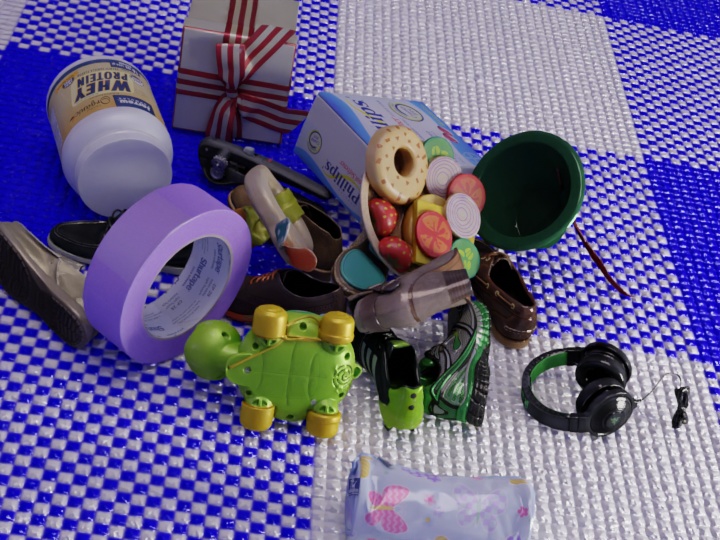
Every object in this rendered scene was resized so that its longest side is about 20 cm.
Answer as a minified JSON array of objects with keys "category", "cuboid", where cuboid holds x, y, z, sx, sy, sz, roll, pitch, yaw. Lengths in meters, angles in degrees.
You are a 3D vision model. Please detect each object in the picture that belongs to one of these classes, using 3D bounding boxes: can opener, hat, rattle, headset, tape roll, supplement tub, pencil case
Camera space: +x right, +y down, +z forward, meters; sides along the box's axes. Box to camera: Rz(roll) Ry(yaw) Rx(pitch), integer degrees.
[{"category":"can opener","cuboid":[-0.131,-0.131,1.936,0.200,0.064,0.079,22,36,12]},{"category":"hat","cuboid":[0.253,-0.063,1.928,0.165,0.176,0.201,-17,60,21]},{"category":"rattle","cuboid":[-0.129,-0.033,1.714,0.142,0.130,0.200,-17,37,1]},{"category":"headset","cuboid":[0.293,0.152,1.706,0.199,0.094,0.124,0,39,7]},{"category":"tape roll","cuboid":[-0.216,0.004,1.607,0.066,0.201,0.200,35,41,27]},{"category":"supplement tub","cuboid":[-0.326,-0.175,1.862,0.144,0.145,0.200,-3,39,-22]},{"category":"pencil case","cuboid":[0.080,0.246,1.475,0.199,0.083,0.091,10,58,-6]}]

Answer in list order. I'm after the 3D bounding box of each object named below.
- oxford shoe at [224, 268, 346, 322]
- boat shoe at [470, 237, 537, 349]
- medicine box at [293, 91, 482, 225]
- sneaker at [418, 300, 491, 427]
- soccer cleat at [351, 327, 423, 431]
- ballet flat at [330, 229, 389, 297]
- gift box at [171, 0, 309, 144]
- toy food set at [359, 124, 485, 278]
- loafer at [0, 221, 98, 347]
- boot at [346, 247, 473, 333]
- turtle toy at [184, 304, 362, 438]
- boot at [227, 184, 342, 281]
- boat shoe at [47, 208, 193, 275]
[{"category":"oxford shoe","cuboid":[-0.107,0.022,1.717,0.199,0.073,0.071,12,37,16]},{"category":"boat shoe","cuboid":[0.179,0.013,1.839,0.070,0.070,0.200,-5,38,-21]},{"category":"medicine box","cuboid":[0.044,-0.151,1.957,0.200,0.103,0.182,0,36,-41]},{"category":"sneaker","cuboid":[0.111,0.100,1.691,0.085,0.078,0.200,9,34,1]},{"category":"soccer cleat","cuboid":[0.035,0.102,1.657,0.067,0.081,0.200,0,35,-19]},{"category":"ballet flat","cuboid":[0.000,0.000,1.795,0.071,0.065,0.200,48,28,-1]},{"category":"gift box","cuboid":[-0.164,-0.298,2.051,0.199,0.185,0.187,5,34,-1]},{"category":"toy food set","cuboid":[0.081,-0.080,1.811,0.198,0.049,0.201,13,71,-37]},{"category":"loafer","cuboid":[-0.361,0.012,1.664,0.068,0.076,0.200,-24,59,-42]},{"category":"boot","cuboid":[0.057,0.027,1.692,0.146,0.070,0.200,-16,3,3]},{"category":"turtle toy","cuboid":[-0.096,0.100,1.587,0.199,0.146,0.101,7,14,-10]},{"category":"boot","cuboid":[-0.094,-0.070,1.858,0.200,0.076,0.074,35,43,29]},{"category":"boat shoe","cuboid":[-0.286,-0.044,1.764,0.199,0.066,0.075,12,36,-2]}]
